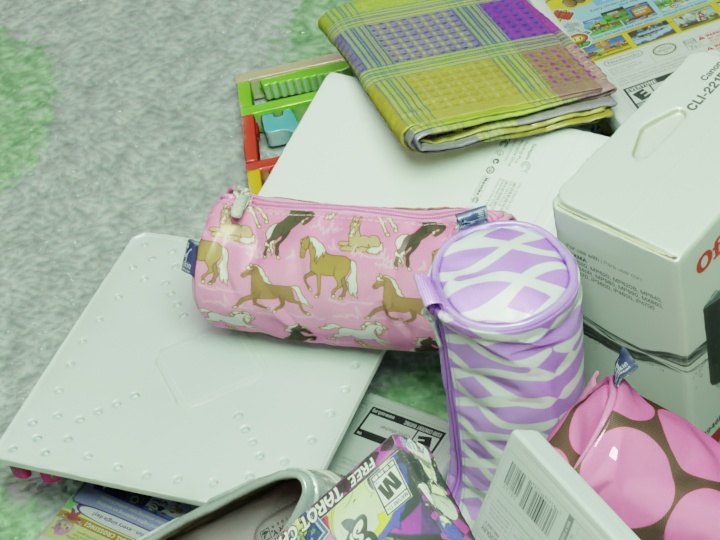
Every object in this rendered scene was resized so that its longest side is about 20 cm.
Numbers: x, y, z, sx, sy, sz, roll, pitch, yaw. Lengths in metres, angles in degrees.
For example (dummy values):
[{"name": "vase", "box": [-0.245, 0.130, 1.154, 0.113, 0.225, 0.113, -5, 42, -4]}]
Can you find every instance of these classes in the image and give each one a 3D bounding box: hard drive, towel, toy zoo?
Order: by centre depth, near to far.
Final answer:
[{"name": "hard drive", "box": [0.041, -0.048, 1.205, 0.200, 0.027, 0.132, 16, 63, 26]}, {"name": "towel", "box": [0.063, -0.135, 1.247, 0.143, 0.023, 0.200, -14, 34, -14]}, {"name": "toy zoo", "box": [-0.014, -0.080, 1.332, 0.131, 0.020, 0.200, -12, 44, 2]}]

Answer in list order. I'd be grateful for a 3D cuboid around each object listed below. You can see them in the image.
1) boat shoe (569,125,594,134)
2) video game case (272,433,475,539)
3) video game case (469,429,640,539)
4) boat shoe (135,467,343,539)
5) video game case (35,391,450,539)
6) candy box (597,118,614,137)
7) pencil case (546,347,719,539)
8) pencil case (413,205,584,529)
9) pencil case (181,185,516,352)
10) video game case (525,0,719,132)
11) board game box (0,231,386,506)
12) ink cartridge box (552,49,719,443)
[{"name": "boat shoe", "box": [0.103, -0.066, 1.252, 0.200, 0.071, 0.070, 33, 79, 25]}, {"name": "video game case", "box": [-0.011, 0.209, 0.939, 0.200, 0.036, 0.181, -42, 49, 18]}, {"name": "video game case", "box": [0.078, 0.197, 0.915, 0.018, 0.200, 0.143, 6, 25, -33]}, {"name": "boat shoe", "box": [-0.095, 0.166, 1.041, 0.202, 0.065, 0.075, -30, 63, 14]}, {"name": "video game case", "box": [-0.062, 0.132, 1.134, 0.200, 0.022, 0.182, 18, 53, 28]}, {"name": "candy box", "box": [0.231, -0.093, 1.254, 0.115, 0.055, 0.200, -20, 43, -7]}, {"name": "pencil case", "box": [0.182, 0.131, 0.969, 0.200, 0.091, 0.094, 36, 24, -4]}, {"name": "pencil case", "box": [0.078, 0.066, 1.038, 0.085, 0.200, 0.084, -22, 44, -13]}, {"name": "pencil case", "box": [0.000, 0.000, 1.127, 0.200, 0.087, 0.083, 6, 67, 23]}, {"name": "video game case", "box": [0.229, -0.167, 1.276, 0.200, 0.023, 0.182, -19, 43, -7]}, {"name": "board game box", "box": [-0.089, 0.064, 1.171, 0.200, 0.026, 0.200, 9, 47, 21]}, {"name": "ink cartridge box", "box": [0.188, 0.003, 1.067, 0.084, 0.200, 0.144, 26, 57, 35]}]
